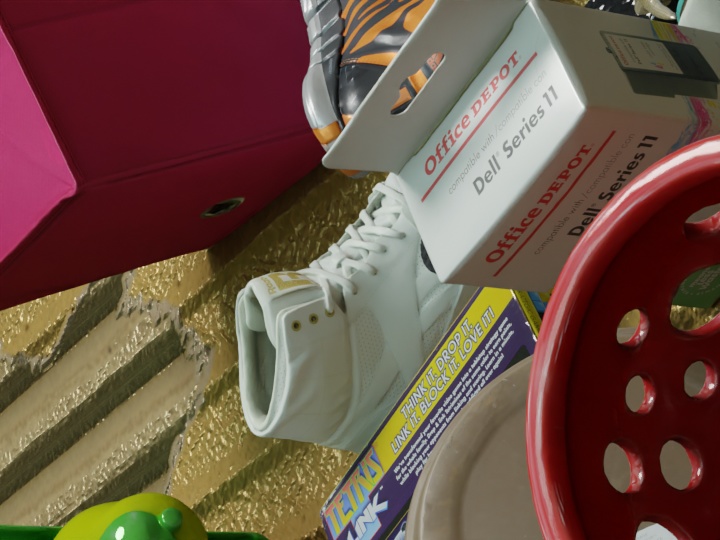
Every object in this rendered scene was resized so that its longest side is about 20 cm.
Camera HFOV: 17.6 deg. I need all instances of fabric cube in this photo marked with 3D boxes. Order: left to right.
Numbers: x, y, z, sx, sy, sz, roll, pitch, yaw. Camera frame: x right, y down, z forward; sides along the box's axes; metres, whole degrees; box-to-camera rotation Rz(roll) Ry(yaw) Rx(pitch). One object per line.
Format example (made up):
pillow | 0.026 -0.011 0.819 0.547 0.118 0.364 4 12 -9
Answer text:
fabric cube | -0.160 -0.110 1.325 0.196 0.199 0.200 -37 76 49

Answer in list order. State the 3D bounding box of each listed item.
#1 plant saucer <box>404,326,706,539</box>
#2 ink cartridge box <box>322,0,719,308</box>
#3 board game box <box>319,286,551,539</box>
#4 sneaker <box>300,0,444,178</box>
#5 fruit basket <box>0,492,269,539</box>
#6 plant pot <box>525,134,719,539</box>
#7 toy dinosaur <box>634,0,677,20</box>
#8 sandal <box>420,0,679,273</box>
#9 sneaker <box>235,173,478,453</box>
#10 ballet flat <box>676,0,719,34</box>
plant saucer | 0.109 0.107 1.009 0.200 0.029 0.200 -11 55 16
ink cartridge box | 0.098 -0.048 0.999 0.117 0.200 0.067 -53 46 37
board game box | 0.070 0.123 1.141 0.200 0.057 0.165 -56 42 35
sneaker | 0.031 -0.134 1.225 0.112 0.078 0.200 -26 38 18
fruit basket | -0.138 0.201 1.298 0.215 0.215 0.156 -5 81 54
plant pot | 0.192 0.059 0.858 0.200 0.182 0.201 -13 73 48
toy dinosaur | 0.129 -0.165 1.026 0.101 0.058 0.200 112 -178 -55
sandal | 0.102 -0.068 1.132 0.200 0.045 0.075 -51 35 17
sneaker | 0.000 0.000 1.206 0.074 0.115 0.200 26 105 55
ballet flat | 0.205 -0.159 0.989 0.200 0.069 0.069 -59 43 31
